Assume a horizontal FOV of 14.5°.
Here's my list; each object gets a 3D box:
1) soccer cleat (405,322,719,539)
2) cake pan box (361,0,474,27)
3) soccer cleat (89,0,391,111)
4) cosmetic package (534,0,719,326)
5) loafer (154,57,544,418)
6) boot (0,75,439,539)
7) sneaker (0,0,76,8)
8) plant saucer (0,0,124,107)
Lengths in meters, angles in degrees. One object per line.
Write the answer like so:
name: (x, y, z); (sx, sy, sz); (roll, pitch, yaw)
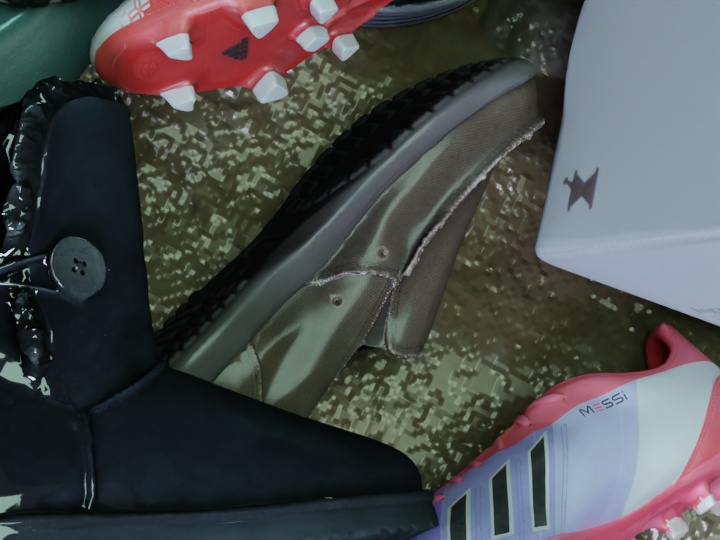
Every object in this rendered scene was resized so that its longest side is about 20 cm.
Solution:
soccer cleat: (0.067, 0.082, 1.047); (0.199, 0.067, 0.077); (-22, 69, -33)
cake pan box: (0.004, -0.196, 1.087); (0.183, 0.052, 0.201); (-14, 86, -17)
soccer cleat: (-0.013, -0.126, 1.017); (0.199, 0.069, 0.085); (-26, 67, -9)
cosmetic package: (0.200, -0.058, 1.044); (0.199, 0.165, 0.166); (19, 77, -31)
loafer: (0.000, 0.000, 1.052); (0.200, 0.073, 0.071); (-44, 105, -12)
boot: (-0.070, 0.019, 0.943); (0.199, 0.076, 0.169); (-1, 76, -33)
sneaker: (-0.154, -0.153, 0.983); (0.199, 0.077, 0.089); (10, 68, -16)
plant saucer: (-0.173, -0.142, 1.029); (0.199, 0.036, 0.201); (3, 81, -18)
